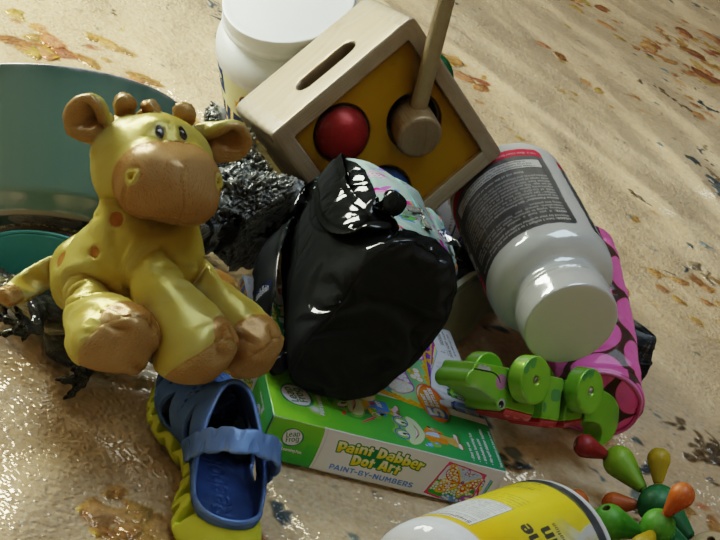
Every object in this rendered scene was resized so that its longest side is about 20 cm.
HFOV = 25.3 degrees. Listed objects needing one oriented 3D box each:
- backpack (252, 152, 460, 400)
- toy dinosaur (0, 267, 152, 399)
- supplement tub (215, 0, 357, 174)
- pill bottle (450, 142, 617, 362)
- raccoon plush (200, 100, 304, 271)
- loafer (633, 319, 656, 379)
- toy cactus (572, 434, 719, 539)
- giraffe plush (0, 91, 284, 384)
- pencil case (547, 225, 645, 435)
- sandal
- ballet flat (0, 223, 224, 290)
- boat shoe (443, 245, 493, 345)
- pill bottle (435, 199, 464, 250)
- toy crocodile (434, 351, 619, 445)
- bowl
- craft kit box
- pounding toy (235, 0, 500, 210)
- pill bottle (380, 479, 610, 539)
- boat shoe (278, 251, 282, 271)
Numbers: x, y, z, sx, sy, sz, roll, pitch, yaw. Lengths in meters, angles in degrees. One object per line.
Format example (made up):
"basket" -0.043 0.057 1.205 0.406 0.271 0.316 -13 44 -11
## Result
"backpack" 0.000 0.000 1.253 0.126 0.167 0.200 37 16 -23
"toy dinosaur" -0.219 0.044 1.161 0.199 0.048 0.088 28 20 -7
"supplement tub" -0.061 -0.181 1.518 0.144 0.200 0.145 -2 49 2
"pill bottle" 0.152 -0.014 1.382 0.110 0.111 0.200 14 31 -23
"raccoon plush" -0.128 -0.082 1.322 0.134 0.097 0.200 48 12 20
"loafer" 0.223 0.032 1.565 0.068 0.071 0.201 9 30 -37
"toy cactus" 0.251 0.206 1.253 0.165 0.103 0.200 26 13 -24
"giraffe plush" -0.139 -0.031 1.094 0.200 0.163 0.172 26 16 37
"pencil case" 0.197 0.051 1.448 0.093 0.091 0.201 17 41 -21
"sandal" -0.095 0.109 1.107 0.079 0.087 0.200 10 27 -25
"ballet flat" -0.191 0.006 1.236 0.199 0.068 0.075 11 7 -4
"boat shoe" 0.085 0.013 1.475 0.066 0.075 0.199 24 28 19
"pill bottle" 0.099 -0.068 1.597 0.199 0.111 0.111 -4 38 -47
"toy crocodile" 0.137 0.102 1.297 0.067 0.062 0.200 2 -8 43
"bowl" -0.241 -0.081 1.257 0.200 0.106 0.201 2 -11 0
"craft kit box" 0.000 0.094 1.276 0.197 0.049 0.200 13 28 -20
"pounding toy" 0.023 -0.139 1.376 0.184 0.200 0.142 53 -6 -29
"pill bottle" 0.072 0.208 1.039 0.112 0.112 0.200 40 29 28
"boat shoe" -0.095 -0.045 1.448 0.073 0.063 0.200 37 12 -48
